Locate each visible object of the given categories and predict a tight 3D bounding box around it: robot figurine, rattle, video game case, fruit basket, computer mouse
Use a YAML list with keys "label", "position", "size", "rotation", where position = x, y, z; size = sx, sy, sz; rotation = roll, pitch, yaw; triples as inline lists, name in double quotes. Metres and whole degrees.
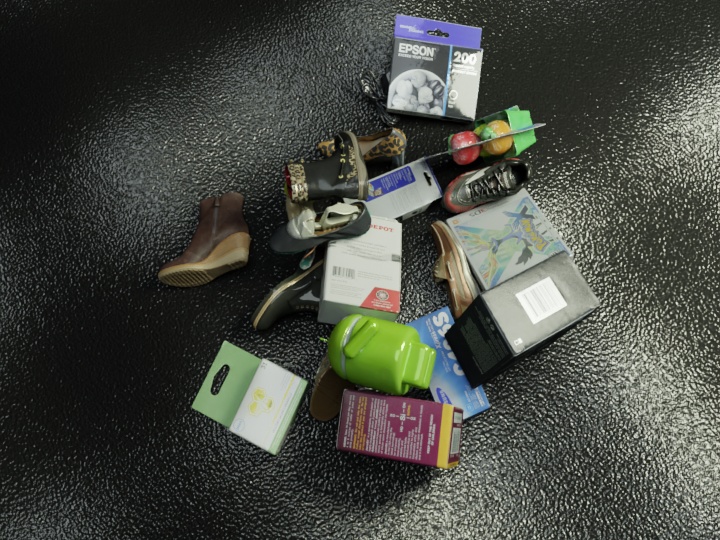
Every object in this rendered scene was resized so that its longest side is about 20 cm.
- label: "robot figurine"
  position: [0.029, 0.144, 1.104]
  size: [0.195, 0.175, 0.119]
  rotation: [12, 82, 24]
- label: "rattle"
  position: [-0.074, -0.100, 1.268]
  size: [0.139, 0.132, 0.202]
  rotation: [4, 38, -32]
- label: "video game case"
  position: [0.284, -0.060, 1.241]
  size: [0.178, 0.022, 0.203]
  rotation: [-22, 50, -2]
- label: "fruit basket"
  position: [0.231, -0.257, 1.247]
  size: [0.194, 0.185, 0.097]
  rotation: [-12, 96, -16]
- label: "computer mouse"
  position: [0.097, -0.421, 1.388]
  size: [0.198, 0.053, 0.140]
  rotation: [-38, 90, -1]

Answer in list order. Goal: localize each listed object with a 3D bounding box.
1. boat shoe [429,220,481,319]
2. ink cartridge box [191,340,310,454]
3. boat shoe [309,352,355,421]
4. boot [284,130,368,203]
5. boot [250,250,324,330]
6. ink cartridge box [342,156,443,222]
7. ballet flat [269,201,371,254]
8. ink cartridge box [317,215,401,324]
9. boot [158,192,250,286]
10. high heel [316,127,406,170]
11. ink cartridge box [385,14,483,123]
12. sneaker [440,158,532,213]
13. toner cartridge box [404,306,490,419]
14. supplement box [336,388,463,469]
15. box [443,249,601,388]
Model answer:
- label: "boat shoe"
  position: [0.173, -0.001, 1.243]
  size: [0.070, 0.076, 0.205]
  rotation: [-22, 71, -1]
- label: "ink cartridge box"
  position: [-0.211, 0.236, 1.210]
  size: [0.195, 0.048, 0.149]
  rotation: [25, 76, 8]
- label: "boat shoe"
  position: [-0.040, 0.186, 1.212]
  size: [0.072, 0.062, 0.204]
  rotation: [30, 78, -14]
- label: "boot"
  position: [-0.070, -0.195, 1.209]
  size: [0.146, 0.075, 0.203]
  rotation: [-7, 45, -10]
- label: "boot"
  position: [-0.103, 0.077, 1.240]
  size: [0.200, 0.078, 0.139]
  rotation: [-43, 79, -8]
- label: "ink cartridge box"
  position: [0.064, -0.149, 1.314]
  size: [0.195, 0.039, 0.102]
  rotation: [-22, 72, -2]
- label: "ballet flat"
  position: [-0.073, -0.086, 1.157]
  size: [0.194, 0.073, 0.075]
  rotation: [-13, 72, -12]
- label: "ink cartridge box"
  position: [0.000, 0.000, 1.208]
  size: [0.142, 0.084, 0.205]
  rotation: [10, 56, -8]
- label: "boot"
  position: [-0.322, -0.064, 1.312]
  size: [0.194, 0.073, 0.170]
  rotation: [-15, 60, 1]
- label: "high heel"
  position: [-0.001, -0.263, 1.298]
  size: [0.193, 0.143, 0.074]
  rotation: [11, 73, 7]
- label: "ink cartridge box"
  position: [0.157, -0.426, 1.342]
  size: [0.191, 0.043, 0.207]
  rotation: [6, 92, -5]
- label: "sneaker"
  position: [0.254, -0.171, 1.264]
  size: [0.195, 0.098, 0.073]
  rotation: [-21, 97, -7]
- label: "toner cartridge box"
  position: [0.161, 0.181, 1.202]
  size: [0.093, 0.043, 0.205]
  rotation: [-22, 73, -1]
- label: "supplement box"
  position: [0.072, 0.274, 1.110]
  size: [0.194, 0.131, 0.107]
  rotation: [5, 78, 18]
- label: "box"
  position: [0.275, 0.089, 1.118]
  size: [0.192, 0.201, 0.119]
  rotation: [-24, 71, -21]
